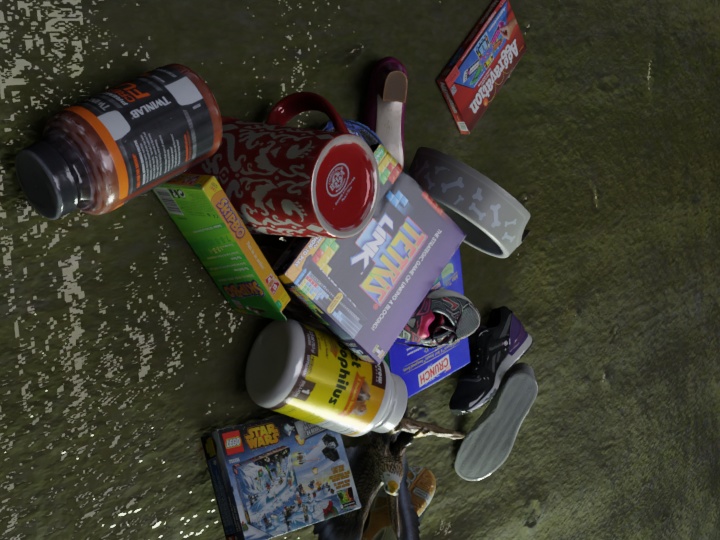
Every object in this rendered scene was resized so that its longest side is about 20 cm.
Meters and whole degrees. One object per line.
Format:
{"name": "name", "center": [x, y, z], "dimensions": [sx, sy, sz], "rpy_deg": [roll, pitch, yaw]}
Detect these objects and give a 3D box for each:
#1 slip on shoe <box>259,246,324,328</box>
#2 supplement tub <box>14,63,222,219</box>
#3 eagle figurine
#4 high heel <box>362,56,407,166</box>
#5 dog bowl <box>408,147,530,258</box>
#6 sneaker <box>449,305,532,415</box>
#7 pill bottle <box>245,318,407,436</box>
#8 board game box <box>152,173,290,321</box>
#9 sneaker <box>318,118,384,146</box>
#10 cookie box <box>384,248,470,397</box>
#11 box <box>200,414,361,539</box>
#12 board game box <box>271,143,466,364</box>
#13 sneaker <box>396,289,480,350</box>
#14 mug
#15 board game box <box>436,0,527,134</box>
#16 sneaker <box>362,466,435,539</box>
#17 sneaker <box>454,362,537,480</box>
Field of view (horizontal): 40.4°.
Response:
{"name": "slip on shoe", "center": [-0.062, 0.024, 1.227], "dimensions": [0.199, 0.060, 0.077], "rpy_deg": [34, 72, -46]}
{"name": "supplement tub", "center": [-0.238, -0.124, 0.968], "dimensions": [0.199, 0.106, 0.108], "rpy_deg": [-37, 122, -39]}
{"name": "eagle figurine", "center": [0.031, 0.290, 1.320], "dimensions": [0.150, 0.150, 0.203], "rpy_deg": [1, 109, -65]}
{"name": "high heel", "center": [0.023, -0.182, 1.308], "dimensions": [0.066, 0.096, 0.203], "rpy_deg": [3, 112, -8]}
{"name": "dog bowl", "center": [0.144, -0.089, 1.348], "dimensions": [0.200, 0.199, 0.059], "rpy_deg": [38, 83, -45]}
{"name": "sneaker", "center": [0.186, 0.137, 1.536], "dimensions": [0.200, 0.075, 0.088], "rpy_deg": [-47, 109, -34]}
{"name": "pill bottle", "center": [-0.037, 0.139, 1.214], "dimensions": [0.198, 0.109, 0.111], "rpy_deg": [24, 78, -36]}
{"name": "board game box", "center": [-0.151, -0.024, 1.091], "dimensions": [0.030, 0.095, 0.202], "rpy_deg": [-49, 130, -31]}
{"name": "sneaker", "center": [0.022, -0.115, 1.240], "dimensions": [0.200, 0.079, 0.075], "rpy_deg": [41, 101, -21]}
{"name": "cookie box", "center": [0.067, 0.060, 1.367], "dimensions": [0.170, 0.075, 0.204], "rpy_deg": [-22, 112, -42]}
{"name": "box", "center": [-0.095, 0.250, 1.205], "dimensions": [0.198, 0.040, 0.139], "rpy_deg": [-3, 73, -48]}
{"name": "board game box", "center": [0.011, -0.020, 1.163], "dimensions": [0.165, 0.056, 0.201], "rpy_deg": [42, 72, -21]}
{"name": "sneaker", "center": [0.104, 0.072, 1.290], "dimensions": [0.199, 0.074, 0.082], "rpy_deg": [2, 104, -54]}
{"name": "mug", "center": [-0.082, -0.120, 1.074], "dimensions": [0.132, 0.198, 0.181], "rpy_deg": [11, 89, -47]}
{"name": "board game box", "center": [0.187, -0.314, 1.482], "dimensions": [0.201, 0.019, 0.103], "rpy_deg": [-56, 134, -26]}
{"name": "sneaker", "center": [0.046, 0.379, 1.416], "dimensions": [0.201, 0.075, 0.088], "rpy_deg": [-53, 146, -24]}
{"name": "sneaker", "center": [0.224, 0.241, 1.576], "dimensions": [0.201, 0.073, 0.116], "rpy_deg": [-57, 176, 12]}
